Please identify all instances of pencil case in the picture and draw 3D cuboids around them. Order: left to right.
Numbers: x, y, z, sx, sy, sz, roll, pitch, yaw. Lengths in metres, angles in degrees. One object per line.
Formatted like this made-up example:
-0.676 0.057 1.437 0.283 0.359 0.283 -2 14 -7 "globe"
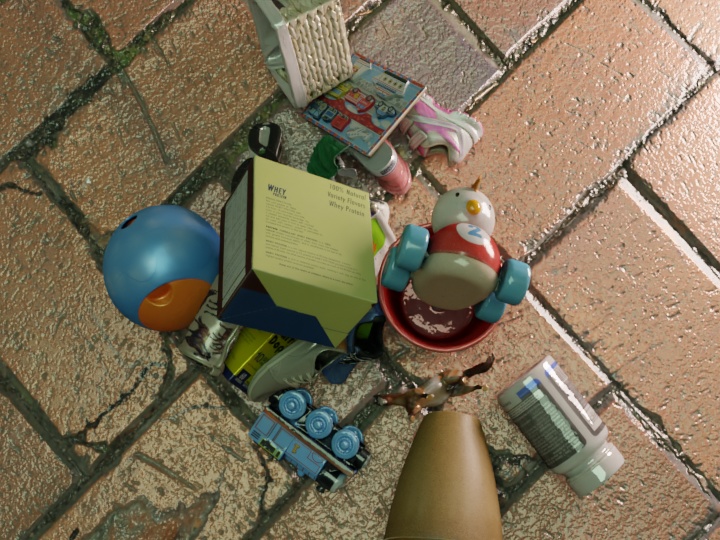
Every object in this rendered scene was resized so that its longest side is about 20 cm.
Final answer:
-0.203 0.062 1.420 0.088 0.078 0.202 14 70 40 "pencil case"

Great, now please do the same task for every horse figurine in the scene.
0.127 0.193 1.486 0.197 0.132 0.051 -23 93 -11 "horse figurine"

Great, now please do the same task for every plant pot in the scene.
0.127 0.039 1.470 0.196 0.177 0.205 0 80 2 "plant pot"
0.134 0.330 1.438 0.183 0.187 0.204 4 67 4 "plant pot"

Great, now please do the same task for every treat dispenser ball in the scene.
-0.314 -0.004 1.488 0.197 0.201 0.205 0 81 3 "treat dispenser ball"

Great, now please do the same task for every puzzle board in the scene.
0.000 -0.286 1.555 0.151 0.017 0.199 -50 48 -4 "puzzle board"

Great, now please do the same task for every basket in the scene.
-0.099 -0.396 1.532 0.122 0.201 0.136 -28 60 -10 "basket"

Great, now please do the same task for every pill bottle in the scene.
0.318 0.247 1.460 0.113 0.114 0.201 -37 81 -3 "pill bottle"

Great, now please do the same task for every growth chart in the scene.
0.000 0.000 1.509 0.018 0.145 0.203 20 80 30 "growth chart"

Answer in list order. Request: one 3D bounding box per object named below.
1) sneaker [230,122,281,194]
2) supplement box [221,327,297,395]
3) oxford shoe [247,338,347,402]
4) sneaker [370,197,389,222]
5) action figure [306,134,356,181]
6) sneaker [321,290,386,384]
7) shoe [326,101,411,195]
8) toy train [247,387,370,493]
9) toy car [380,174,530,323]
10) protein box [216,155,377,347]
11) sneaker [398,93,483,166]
-0.159 -0.140 1.532 0.074 0.116 0.203 2 48 8 "sneaker"
-0.150 0.092 1.495 0.200 0.109 0.109 -46 58 -4 "supplement box"
-0.098 0.153 1.436 0.199 0.075 0.058 -37 65 18 "oxford shoe"
-0.052 -0.093 1.555 0.196 0.081 0.085 12 98 10 "sneaker"
-0.051 -0.175 1.516 0.054 0.201 0.119 25 106 -21 "action figure"
-0.013 0.118 1.466 0.077 0.202 0.090 -3 46 -28 "sneaker"
0.014 -0.208 1.572 0.071 0.091 0.201 -41 51 3 "shoe"
-0.081 0.275 1.494 0.199 0.087 0.115 35 92 8 "toy train"
0.147 -0.057 1.320 0.181 0.177 0.203 17 70 -5 "toy car"
-0.095 -0.024 1.349 0.196 0.135 0.203 16 50 -25 "protein box"
0.105 -0.244 1.565 0.197 0.081 0.089 26 81 7 "sneaker"
